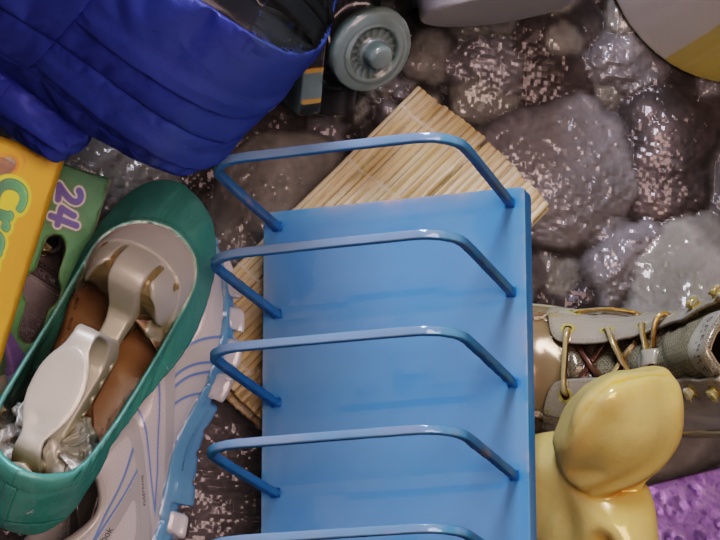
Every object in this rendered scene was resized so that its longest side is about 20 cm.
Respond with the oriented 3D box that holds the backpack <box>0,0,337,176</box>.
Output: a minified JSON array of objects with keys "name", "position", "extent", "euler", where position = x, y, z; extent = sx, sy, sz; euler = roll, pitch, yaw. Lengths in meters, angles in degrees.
[{"name":"backpack","position":[-0.118,-0.140,1.366],"extent":[0.199,0.168,0.163],"euler":[29,38,-15]}]

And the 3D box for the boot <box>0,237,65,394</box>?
[{"name":"boot","position":[-0.207,-0.039,1.453],"extent":[0.174,0.069,0.201],"euler":[32,82,-15]}]

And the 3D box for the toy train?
[{"name":"toy train","position":[-0.032,-0.167,1.476],"extent":[0.113,0.085,0.201],"euler":[-8,123,-25]}]

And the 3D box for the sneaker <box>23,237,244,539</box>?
[{"name":"sneaker","position":[-0.118,0.065,1.443],"extent":[0.086,0.075,0.201],"euler":[23,73,-46]}]

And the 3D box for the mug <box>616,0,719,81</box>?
[{"name":"mug","position":[0.242,-0.179,1.565],"extent":[0.186,0.153,0.150],"euler":[23,76,-14]}]

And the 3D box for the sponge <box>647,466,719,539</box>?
[{"name":"sponge","position":[0.211,0.157,1.577],"extent":[0.199,0.030,0.112],"euler":[-12,88,-19]}]

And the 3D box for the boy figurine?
[{"name":"boy figurine","position":[0.110,0.126,1.469],"extent":[0.064,0.124,0.201],"euler":[-16,130,-33]}]

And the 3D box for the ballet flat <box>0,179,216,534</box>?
[{"name":"ballet flat","position":[-0.118,0.032,1.389],"extent":[0.067,0.070,0.201],"euler":[27,64,1]}]

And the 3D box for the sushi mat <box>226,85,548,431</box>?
[{"name":"sushi mat","position":[0.000,0.000,1.526],"extent":[0.096,0.012,0.200],"euler":[43,72,7]}]

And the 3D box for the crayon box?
[{"name":"crayon box","position":[-0.224,-0.015,1.387],"extent":[0.199,0.052,0.126],"euler":[18,88,-16]}]

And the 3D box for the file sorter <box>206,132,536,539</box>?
[{"name":"file sorter","position":[0.001,0.048,1.411],"extent":[0.138,0.123,0.201],"euler":[-6,73,18]}]

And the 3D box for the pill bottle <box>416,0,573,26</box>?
[{"name":"pill bottle","position":[0.059,-0.233,1.533],"extent":[0.111,0.111,0.201],"euler":[-5,85,-18]}]

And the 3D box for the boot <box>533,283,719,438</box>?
[{"name":"boot","position":[0.140,0.046,1.501],"extent":[0.199,0.155,0.073],"euler":[5,80,-18]}]
